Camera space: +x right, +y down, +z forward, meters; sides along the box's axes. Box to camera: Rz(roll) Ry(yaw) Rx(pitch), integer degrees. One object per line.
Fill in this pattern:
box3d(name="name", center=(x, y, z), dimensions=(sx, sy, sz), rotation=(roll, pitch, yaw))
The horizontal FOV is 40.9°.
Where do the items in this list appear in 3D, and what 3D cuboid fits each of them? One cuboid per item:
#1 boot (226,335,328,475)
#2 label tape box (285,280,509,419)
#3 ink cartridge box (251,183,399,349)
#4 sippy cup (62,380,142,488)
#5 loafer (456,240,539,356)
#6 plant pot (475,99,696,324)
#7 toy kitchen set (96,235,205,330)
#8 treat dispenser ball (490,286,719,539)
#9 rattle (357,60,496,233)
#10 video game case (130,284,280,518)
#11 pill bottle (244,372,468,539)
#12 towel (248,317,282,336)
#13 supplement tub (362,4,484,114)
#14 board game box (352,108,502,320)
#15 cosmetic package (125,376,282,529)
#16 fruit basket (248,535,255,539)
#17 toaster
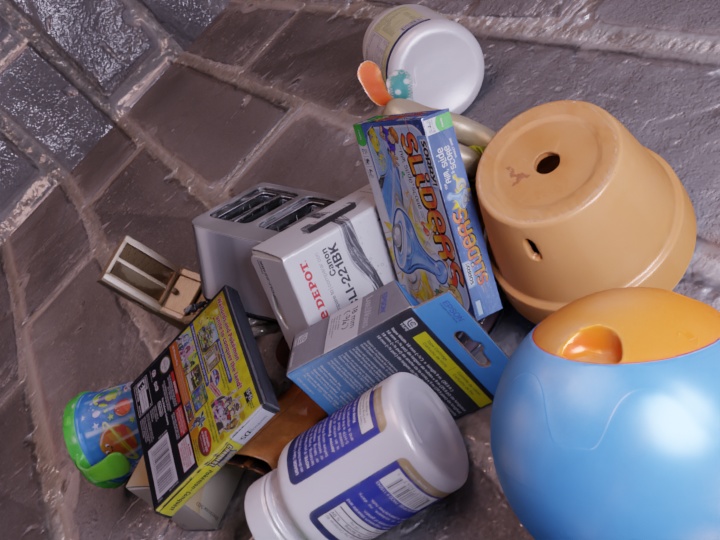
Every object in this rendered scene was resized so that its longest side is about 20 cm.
box3d(name="boot", center=(-0.088, 0.153, 1.097), dimensions=(0.188, 0.069, 0.200), rotation=(13, 45, 44))
box3d(name="label tape box", center=(0.048, 0.088, 0.954), dimensions=(0.199, 0.144, 0.064), rotation=(-29, 29, 27))
box3d(name="ink cartridge box", center=(0.000, 0.000, 1.066), dimensions=(0.199, 0.145, 0.084), rotation=(-30, 22, -22))
box3d(name="sippy cup", center=(-0.311, 0.209, 1.315), dimensions=(0.130, 0.140, 0.179), rotation=(-25, 57, 14))
box3d(name="loafer", center=(0.127, 0.016, 1.026), dimensions=(0.200, 0.063, 0.072), rotation=(-51, 30, -9))
box3d(name="plant pot", center=(0.196, -0.061, 0.896), dimensions=(0.199, 0.140, 0.201), rotation=(-17, 52, 23))
box3d(name="toy kitchen set", center=(-0.286, 0.058, 1.391), dimensions=(0.200, 0.180, 0.164), rotation=(-11, 49, 64))
box3d(name="treat dispenser ball", center=(0.190, 0.112, 0.664), dimensions=(0.200, 0.201, 0.202), rotation=(-33, 30, 22))
box3d(name="rattle", center=(0.064, -0.117, 1.036), dimensions=(0.199, 0.144, 0.130), rotation=(29, 43, 20))
box3d(name="video game case", center=(-0.180, 0.141, 1.074), dimensions=(0.181, 0.025, 0.200), rotation=(-45, 40, 15))
box3d(name="pill bottle", center=(-0.009, 0.195, 0.914), dimensions=(0.199, 0.120, 0.120), rotation=(-35, 29, 21))
box3d(name="towel", center=(-0.100, 0.039, 1.240), dimensions=(0.198, 0.035, 0.133), rotation=(-10, 27, -5))
box3d(name="supplement tub", center=(0.086, -0.314, 1.434), dimensions=(0.145, 0.145, 0.200), rotation=(-42, 28, 5))
box3d(name="board game box", center=(0.065, -0.056, 0.957), dimensions=(0.034, 0.201, 0.135), rotation=(-24, 15, -25))
box3d(name="cosmetic package", center=(-0.185, 0.200, 1.168), dimensions=(0.071, 0.105, 0.201), rotation=(-15, 42, 44))
box3d(name="fruit basket", center=(-0.159, 0.368, 0.922), dimensions=(0.200, 0.094, 0.186), rotation=(-39, 28, 20))
box3d(name="toaster", center=(-0.096, -0.020, 1.187), dimensions=(0.180, 0.119, 0.200), rotation=(13, 32, 36))
